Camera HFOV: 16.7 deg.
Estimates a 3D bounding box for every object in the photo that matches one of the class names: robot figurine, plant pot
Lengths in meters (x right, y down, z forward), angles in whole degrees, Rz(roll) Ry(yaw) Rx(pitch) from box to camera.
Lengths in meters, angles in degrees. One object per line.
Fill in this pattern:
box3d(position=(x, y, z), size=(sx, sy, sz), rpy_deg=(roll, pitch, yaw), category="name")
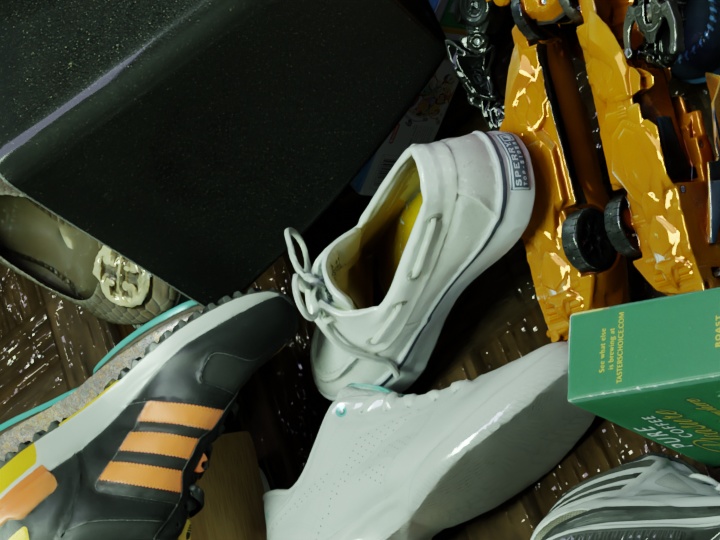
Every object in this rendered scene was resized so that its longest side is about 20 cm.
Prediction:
box3d(position=(0.110, -0.075, 1.121), size=(0.145, 0.058, 0.201), rpy_deg=(-18, 80, 45), category="robot figurine")
box3d(position=(-0.078, -0.132, 1.176), size=(0.177, 0.199, 0.200), rpy_deg=(-33, 58, 13), category="plant pot")

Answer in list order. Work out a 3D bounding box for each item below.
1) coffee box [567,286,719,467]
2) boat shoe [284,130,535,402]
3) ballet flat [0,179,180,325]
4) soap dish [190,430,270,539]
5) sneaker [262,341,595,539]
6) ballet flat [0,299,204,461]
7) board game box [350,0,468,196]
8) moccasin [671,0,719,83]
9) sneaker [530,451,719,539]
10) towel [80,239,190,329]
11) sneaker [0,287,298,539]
box3d(position=(0.198, 0.036, 1.006), size=(0.200, 0.123, 0.044), rpy_deg=(-13, 66, 38), category="coffee box")
box3d(position=(0.002, 0.004, 1.159), size=(0.202, 0.086, 0.075), rpy_deg=(-50, 49, 51), category="boat shoe")
box3d(position=(-0.171, -0.017, 1.346), size=(0.200, 0.046, 0.068), rpy_deg=(24, 108, 42), category="ballet flat")
box3d(position=(-0.127, 0.187, 1.244), size=(0.200, 0.081, 0.158), rpy_deg=(-31, 55, 26), category="soap dish")
box3d(position=(0.024, 0.081, 1.161), size=(0.200, 0.075, 0.089), rpy_deg=(-40, 57, 23), category="sneaker")
box3d(position=(-0.122, 0.082, 1.293), size=(0.200, 0.068, 0.067), rpy_deg=(-34, 69, 40), category="ballet flat")
box3d(position=(0.015, -0.157, 1.248), size=(0.134, 0.034, 0.200), rpy_deg=(47, 123, 43), category="board game box")
box3d(position=(0.120, -0.173, 1.188), size=(0.080, 0.068, 0.200), rpy_deg=(-41, 52, 20), category="moccasin")
box3d(position=(0.169, 0.106, 1.033), size=(0.200, 0.115, 0.076), rpy_deg=(-2, 110, 9), category="sneaker")
box3d(position=(-0.120, -0.075, 1.342), size=(0.192, 0.034, 0.200), rpy_deg=(34, 112, 42), category="towel")
box3d(position=(-0.096, 0.094, 1.177), size=(0.200, 0.070, 0.090), rpy_deg=(-37, 81, -14), category="sneaker")
